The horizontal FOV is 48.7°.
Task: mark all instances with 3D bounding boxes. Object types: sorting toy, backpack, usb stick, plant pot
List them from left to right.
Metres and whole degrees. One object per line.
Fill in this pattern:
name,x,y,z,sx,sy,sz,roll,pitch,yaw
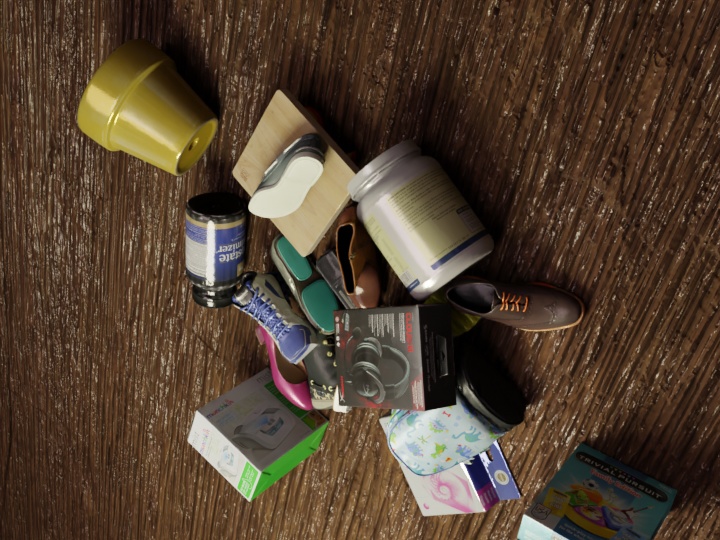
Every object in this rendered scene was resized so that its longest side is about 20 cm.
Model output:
plant pot,-0.366,-0.276,1.423,0.188,0.201,0.201,36,129,2
sorting toy,-0.093,-0.165,1.321,0.200,0.069,0.199,49,131,12
usb stick,-0.005,0.049,1.369,0.055,0.033,0.201,-41,81,32
backpack,0.130,0.228,1.243,0.199,0.154,0.163,-28,113,40

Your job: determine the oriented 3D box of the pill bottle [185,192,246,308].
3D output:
pill bottle,-0.273,-0.036,1.496,0.111,0.112,0.201,24,123,29

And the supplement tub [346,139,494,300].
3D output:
supplement tub,0.085,-0.074,1.164,0.145,0.145,0.201,-40,82,42

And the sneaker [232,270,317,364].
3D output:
sneaker,-0.167,0.074,1.409,0.081,0.115,0.200,-47,53,21

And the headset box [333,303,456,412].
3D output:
headset box,0.055,0.126,1.174,0.199,0.077,0.150,-5,87,47

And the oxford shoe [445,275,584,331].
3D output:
oxford shoe,0.217,0.051,1.136,0.198,0.072,0.072,6,93,18

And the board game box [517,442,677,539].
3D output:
board game box,0.332,0.337,1.107,0.150,0.200,0.047,24,123,29

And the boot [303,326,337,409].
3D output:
boot,-0.033,0.161,1.415,0.203,0.073,0.155,-17,95,41

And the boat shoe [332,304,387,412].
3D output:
boat shoe,0.018,0.159,1.319,0.069,0.071,0.201,28,105,11

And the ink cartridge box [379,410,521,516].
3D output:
ink cartridge box,0.148,0.319,1.358,0.199,0.043,0.198,-22,94,44

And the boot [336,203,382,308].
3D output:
boot,0.000,0.000,1.236,0.068,0.200,0.190,0,105,2

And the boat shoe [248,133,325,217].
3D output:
boat shoe,-0.117,-0.148,1.274,0.200,0.072,0.062,-38,41,49

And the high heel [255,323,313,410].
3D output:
high heel,-0.134,0.165,1.496,0.201,0.067,0.096,55,143,11

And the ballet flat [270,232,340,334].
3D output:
ballet flat,-0.097,0.024,1.424,0.201,0.067,0.064,61,160,2

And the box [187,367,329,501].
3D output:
box,-0.195,0.308,1.524,0.176,0.200,0.097,39,128,21

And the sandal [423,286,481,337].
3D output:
sandal,0.122,0.086,1.252,0.200,0.087,0.080,-38,78,21
